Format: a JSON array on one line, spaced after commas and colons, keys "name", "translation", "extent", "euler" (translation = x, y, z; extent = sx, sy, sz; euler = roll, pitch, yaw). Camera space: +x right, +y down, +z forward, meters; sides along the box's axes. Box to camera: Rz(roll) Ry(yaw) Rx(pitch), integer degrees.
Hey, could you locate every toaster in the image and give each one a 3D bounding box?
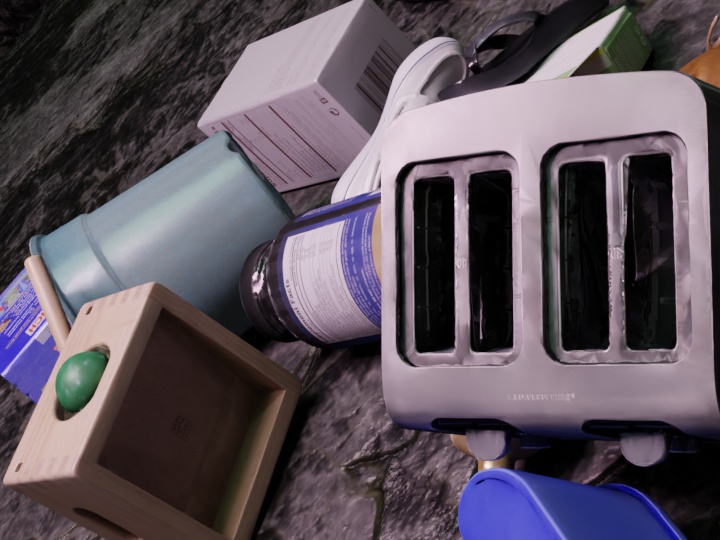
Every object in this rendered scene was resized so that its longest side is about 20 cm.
[{"name": "toaster", "translation": [0.114, -0.006, 0.623], "extent": [0.181, 0.119, 0.200], "euler": [-3, 84, 34]}]

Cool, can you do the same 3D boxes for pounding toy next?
[{"name": "pounding toy", "translation": [-0.176, 0.101, 0.952], "extent": [0.142, 0.200, 0.184], "euler": [-16, 46, 45]}]

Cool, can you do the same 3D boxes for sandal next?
[{"name": "sandal", "translation": [0.121, -0.182, 0.993], "extent": [0.200, 0.043, 0.076], "euler": [-41, 12, -38]}]

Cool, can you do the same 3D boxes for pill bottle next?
[{"name": "pill bottle", "translation": [0.000, 0.000, 0.952], "extent": [0.200, 0.112, 0.112], "euler": [-14, 42, 47]}]

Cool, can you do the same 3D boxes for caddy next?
[{"name": "caddy", "translation": [0.104, 0.180, 0.577], "extent": [0.142, 0.105, 0.200], "euler": [-65, 24, 16]}]

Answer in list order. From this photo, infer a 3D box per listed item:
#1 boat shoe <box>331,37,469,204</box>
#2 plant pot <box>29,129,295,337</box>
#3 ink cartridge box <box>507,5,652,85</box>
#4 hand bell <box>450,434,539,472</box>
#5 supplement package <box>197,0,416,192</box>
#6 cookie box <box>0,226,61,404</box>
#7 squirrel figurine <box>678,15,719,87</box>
[{"name": "boat shoe", "translation": [0.051, -0.114, 1.090], "extent": [0.065, 0.074, 0.200], "euler": [13, 74, 54]}, {"name": "plant pot", "translation": [-0.152, -0.009, 1.117], "extent": [0.196, 0.200, 0.200], "euler": [-37, 27, 1]}, {"name": "ink cartridge box", "translation": [0.127, -0.119, 0.931], "extent": [0.145, 0.048, 0.200], "euler": [-27, 14, 34]}, {"name": "hand bell", "translation": [0.076, 0.129, 0.721], "extent": [0.104, 0.104, 0.200], "euler": [-23, 47, 38]}, {"name": "supplement package", "translation": [-0.043, -0.166, 1.229], "extent": [0.200, 0.117, 0.117], "euler": [-8, 47, 50]}, {"name": "cookie box", "translation": [-0.347, 0.050, 1.424], "extent": [0.171, 0.075, 0.200], "euler": [-51, 27, -8]}, {"name": "squirrel figurine", "translation": [0.241, -0.099, 0.718], "extent": [0.187, 0.142, 0.200], "euler": [-27, 30, 46]}]
